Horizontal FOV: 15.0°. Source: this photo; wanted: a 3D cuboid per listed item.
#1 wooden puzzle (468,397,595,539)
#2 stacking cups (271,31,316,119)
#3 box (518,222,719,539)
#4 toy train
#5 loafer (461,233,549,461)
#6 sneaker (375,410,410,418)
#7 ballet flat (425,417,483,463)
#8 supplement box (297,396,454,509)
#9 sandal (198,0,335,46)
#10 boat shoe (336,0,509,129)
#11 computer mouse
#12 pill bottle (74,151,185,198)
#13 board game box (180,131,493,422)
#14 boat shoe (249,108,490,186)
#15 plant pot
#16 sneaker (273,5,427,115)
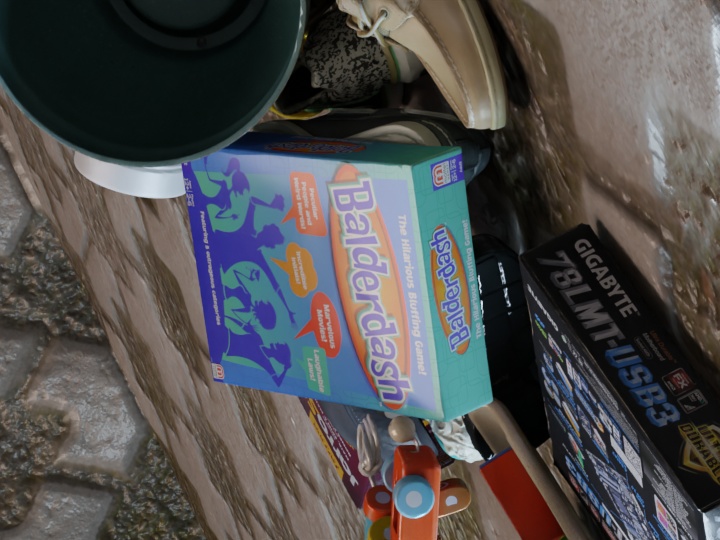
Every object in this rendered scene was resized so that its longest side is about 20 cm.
[{"bbox_3d":[0.136,0.189,1.657,0.200,0.046,0.185,54,179,38],"label":"wooden puzzle"},{"bbox_3d":[-0.068,-0.140,1.919,0.061,0.060,0.200,67,167,-12],"label":"stacking cups"},{"bbox_3d":[0.160,0.107,1.482,0.200,0.049,0.199,56,169,39],"label":"box"},{"bbox_3d":[0.034,0.151,1.594,0.200,0.055,0.151,-138,50,-82],"label":"toy train"},{"bbox_3d":[0.072,0.038,1.672,0.200,0.072,0.072,82,163,-52],"label":"loafer"},{"bbox_3d":[0.000,0.000,1.687,0.079,0.095,0.201,88,179,-62],"label":"sneaker"},{"bbox_3d":[0.048,0.030,1.808,0.201,0.071,0.072,59,167,15],"label":"ballet flat"},{"bbox_3d":[0.016,0.085,1.961,0.111,0.085,0.200,61,168,14],"label":"supplement box"},{"bbox_3d":[-0.076,-0.153,1.760,0.200,0.054,0.082,-43,61,33],"label":"sandal"},{"bbox_3d":[0.017,-0.154,1.521,0.201,0.065,0.072,60,167,19],"label":"boat shoe"},{"bbox_3d":[-0.018,0.052,1.802,0.201,0.053,0.139,59,179,-10],"label":"computer mouse"},{"bbox_3d":[-0.134,-0.157,1.861,0.112,0.112,0.201,48,129,53],"label":"pill bottle"},{"bbox_3d":[-0.017,0.000,1.600,0.199,0.045,0.153,6,110,45],"label":"board game box"},{"bbox_3d":[-0.003,-0.062,1.644,0.199,0.062,0.073,-3,102,50],"label":"boat shoe"},{"bbox_3d":[-0.118,-0.176,1.636,0.134,0.199,0.201,-60,-52,-71],"label":"plant pot"},{"bbox_3d":[-0.020,-0.125,1.679,0.077,0.088,0.200,64,168,4],"label":"sneaker"}]
